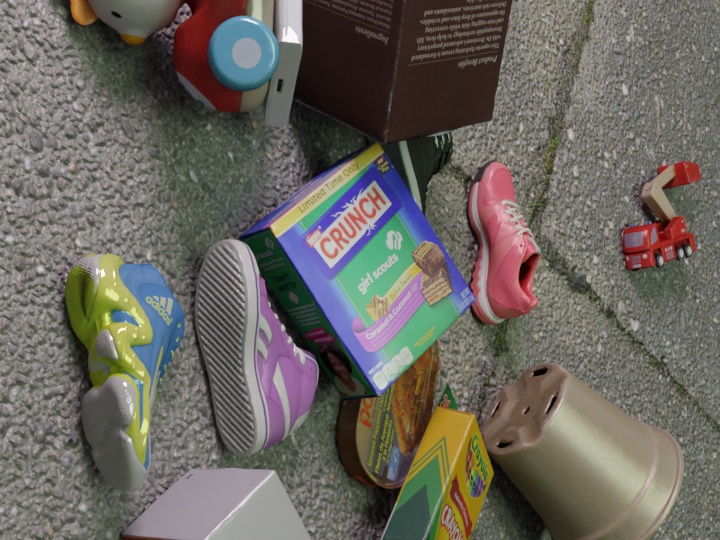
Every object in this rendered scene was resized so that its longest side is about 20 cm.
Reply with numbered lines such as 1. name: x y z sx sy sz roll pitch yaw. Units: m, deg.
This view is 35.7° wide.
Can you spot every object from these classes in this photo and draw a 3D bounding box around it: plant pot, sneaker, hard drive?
1. plant pot: 0.250 0.217 1.338 0.183 0.200 0.202 42 55 -19
2. sneaker: 0.067 -0.102 1.262 0.098 0.070 0.203 -2 81 -41
3. hard drive: -0.075 -0.260 1.078 0.026 0.132 0.203 3 63 -10
4. sneaker: -0.094 0.065 1.075 0.114 0.072 0.204 -16 105 -50
5. sneaker: -0.186 0.082 0.965 0.104 0.075 0.203 -7 88 -47
6. sneaker: 0.185 -0.037 1.366 0.073 0.086 0.203 8 78 -46

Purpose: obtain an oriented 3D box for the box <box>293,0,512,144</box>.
1. box: 0.040 -0.258 1.128 0.165 0.163 0.203 -17 125 -42

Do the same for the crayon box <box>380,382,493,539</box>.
1. crayon box: 0.092 0.241 1.219 0.202 0.050 0.128 -64 149 -31

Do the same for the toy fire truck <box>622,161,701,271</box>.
1. toy fire truck: 0.454 -0.084 1.682 0.199 0.048 0.143 -14 93 -46

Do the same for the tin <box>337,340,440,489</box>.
1. tin: 0.030 0.134 1.212 0.112 0.041 0.203 32 62 -43

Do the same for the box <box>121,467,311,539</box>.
1. box: -0.100 0.285 0.987 0.097 0.123 0.202 -40 111 -41

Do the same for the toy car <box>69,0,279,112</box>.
1. toy car: -0.176 -0.237 0.999 0.197 0.184 0.180 3 94 -10

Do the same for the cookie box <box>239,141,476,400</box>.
1. cookie box: 0.000 0.000 1.140 0.171 0.075 0.201 -41 103 -33
